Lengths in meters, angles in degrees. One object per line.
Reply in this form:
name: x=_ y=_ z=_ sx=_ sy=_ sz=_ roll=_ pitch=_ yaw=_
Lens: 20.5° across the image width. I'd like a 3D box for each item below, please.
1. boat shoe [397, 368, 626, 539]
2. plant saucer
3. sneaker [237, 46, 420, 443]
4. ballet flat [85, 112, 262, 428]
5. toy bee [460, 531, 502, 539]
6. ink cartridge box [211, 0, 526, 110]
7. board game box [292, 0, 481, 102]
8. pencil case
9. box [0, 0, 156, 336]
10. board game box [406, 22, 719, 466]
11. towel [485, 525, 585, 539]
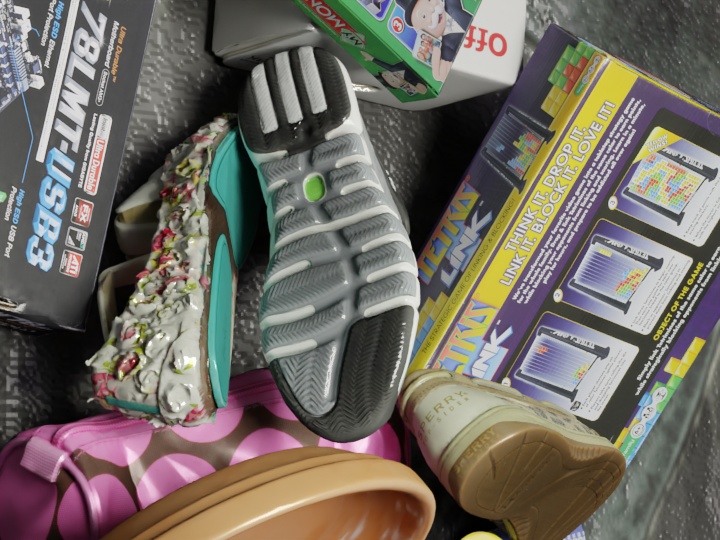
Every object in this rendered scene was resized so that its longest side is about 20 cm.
boat shoe: x=0.078 y=0.090 z=0.992 sx=0.073 sy=0.063 sz=0.200 roll=-45 pitch=154 yaw=1
plant saucer: x=-0.062 y=0.135 z=0.852 sx=0.200 sy=0.200 sz=0.037 roll=-11 pitch=60 yaw=-39
sneaker: x=0.000 y=0.000 z=0.942 sx=0.115 sy=0.075 sz=0.200 roll=52 pitch=26 yaw=-59
ballet flat: x=-0.085 y=-0.007 z=0.905 sx=0.200 sy=0.064 sz=0.076 roll=-84 pitch=167 yaw=-53
toy bee: x=0.046 y=0.182 z=0.958 sx=0.109 sy=0.200 sz=0.131 roll=16 pitch=53 yaw=3
ink cartridge box: x=0.011 y=-0.194 z=1.008 sx=0.147 sy=0.083 sz=0.200 roll=9 pitch=80 yaw=-39
board game box: x=0.022 y=-0.199 z=0.944 sx=0.135 sy=0.029 sz=0.200 roll=40 pitch=62 yaw=-30
pencil case: x=-0.072 y=0.092 z=0.918 sx=0.200 sy=0.091 sz=0.094 roll=-15 pitch=131 yaw=-41
box: x=-0.190 y=-0.092 z=0.859 sx=0.198 sy=0.050 sz=0.200 roll=20 pitch=75 yaw=-39
board game box: x=0.120 y=-0.007 z=1.043 sx=0.165 sy=0.057 sz=0.200 roll=22 pitch=104 yaw=-35
towel: x=0.082 y=0.238 z=1.077 sx=0.145 sy=0.024 sz=0.200 roll=-14 pitch=94 yaw=-37
